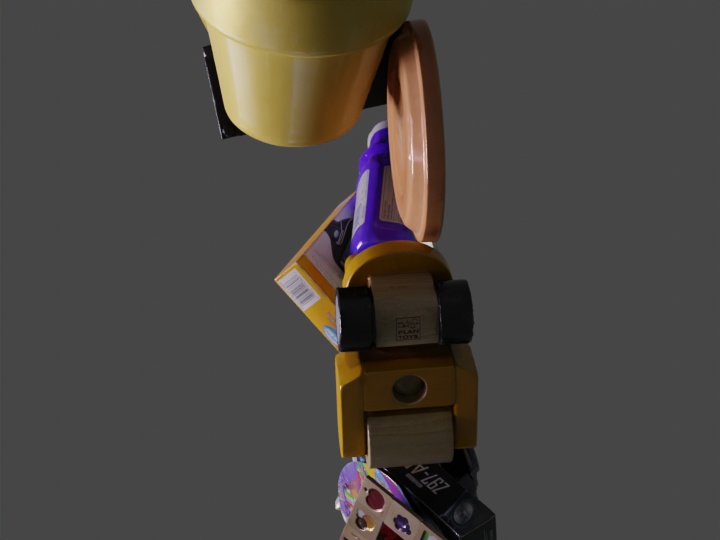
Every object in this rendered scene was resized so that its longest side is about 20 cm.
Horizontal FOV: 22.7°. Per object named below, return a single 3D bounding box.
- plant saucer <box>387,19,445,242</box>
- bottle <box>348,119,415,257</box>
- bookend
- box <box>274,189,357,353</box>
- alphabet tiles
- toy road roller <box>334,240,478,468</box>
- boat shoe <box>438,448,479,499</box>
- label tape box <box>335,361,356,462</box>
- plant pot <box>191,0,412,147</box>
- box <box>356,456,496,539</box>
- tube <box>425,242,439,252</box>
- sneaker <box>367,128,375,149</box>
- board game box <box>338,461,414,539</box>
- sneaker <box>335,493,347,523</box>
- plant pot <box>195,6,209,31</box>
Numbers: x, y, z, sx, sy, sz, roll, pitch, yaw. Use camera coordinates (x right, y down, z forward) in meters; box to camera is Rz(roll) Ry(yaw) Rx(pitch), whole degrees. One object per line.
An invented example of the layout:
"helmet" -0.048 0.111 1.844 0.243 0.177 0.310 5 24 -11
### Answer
"plant saucer" 0.048 -0.125 1.619 0.200 0.032 0.201 176 90 -84
"bottle" 0.027 -0.071 1.808 0.200 0.065 0.084 -84 2 -46
"bookend" -0.052 -0.202 1.809 0.199 0.199 0.092 -121 19 -82
"box" 0.000 0.000 1.822 0.119 0.041 0.200 48 -148 -6
"alphabet tiles" 0.042 0.302 1.647 0.167 0.008 0.200 37 134 18
"toy road roller" 0.037 0.066 1.621 0.146 0.122 0.201 -101 8 -60
"boat shoe" 0.062 0.148 1.747 0.200 0.074 0.093 58 159 31
"label tape box" 0.042 0.207 2.054 0.144 0.063 0.201 46 -152 -53
"plant pot" -0.055 -0.221 1.599 0.201 0.200 0.189 -101 13 -47
"box" 0.066 0.265 1.698 0.160 0.043 0.200 39 146 40
"tube" 0.065 0.035 1.761 0.058 0.052 0.200 36 154 17
"sneaker" 0.016 -0.067 1.971 0.076 0.092 0.201 89 173 -64
"board game box" 0.025 0.277 1.684 0.200 0.039 0.158 59 155 5
"sneaker" 0.047 0.275 1.869 0.200 0.088 0.081 38 164 48
"plant pot" -0.068 -0.284 2.073 0.201 0.200 0.189 -101 -11 -47
